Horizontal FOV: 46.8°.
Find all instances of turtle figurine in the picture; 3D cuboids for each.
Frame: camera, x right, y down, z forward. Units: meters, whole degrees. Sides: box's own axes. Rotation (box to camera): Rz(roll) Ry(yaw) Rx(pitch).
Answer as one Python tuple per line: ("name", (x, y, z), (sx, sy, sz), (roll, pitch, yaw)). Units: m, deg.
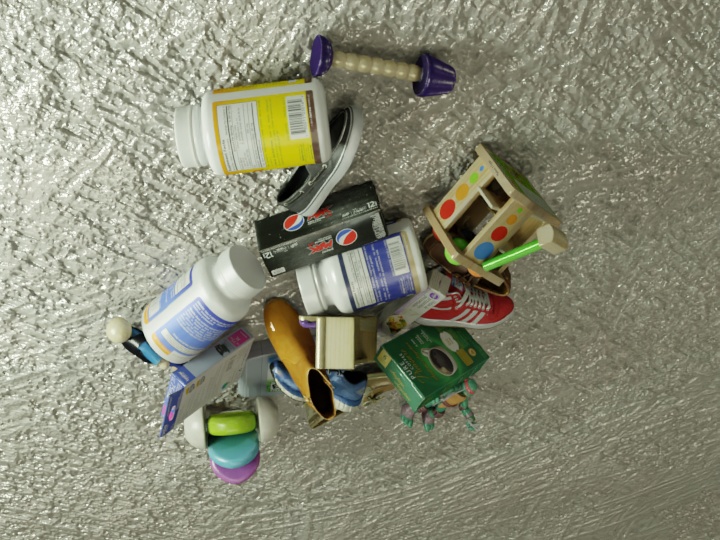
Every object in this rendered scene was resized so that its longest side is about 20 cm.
("turtle figurine", (0.180, 0.269, 1.694), (0.149, 0.102, 0.199), (34, 136, -24))

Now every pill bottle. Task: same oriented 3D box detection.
("pill bottle", (-0.139, -0.185, 1.087), (0.195, 0.111, 0.111), (-7, 139, 0))
("pill bottle", (0.000, 0.000, 1.329), (0.195, 0.121, 0.121), (-16, 139, 2))
("pill bottle", (-0.244, 0.050, 1.315), (0.199, 0.114, 0.111), (-36, 135, 23))

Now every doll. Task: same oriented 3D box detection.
("doll", (-0.349, 0.126, 1.372), (0.049, 0.135, 0.200), (-58, 148, -6))

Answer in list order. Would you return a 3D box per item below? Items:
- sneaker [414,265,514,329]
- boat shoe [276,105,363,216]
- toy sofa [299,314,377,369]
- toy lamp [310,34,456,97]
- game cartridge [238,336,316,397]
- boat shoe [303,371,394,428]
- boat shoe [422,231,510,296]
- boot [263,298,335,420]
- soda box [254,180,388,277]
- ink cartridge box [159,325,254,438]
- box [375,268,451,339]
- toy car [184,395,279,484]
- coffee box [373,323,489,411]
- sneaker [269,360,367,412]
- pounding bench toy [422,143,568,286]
("sneaker", (0.190, 0.044, 1.472), (0.195, 0.072, 0.114), (-2, 140, -12))
("boat shoe", (-0.064, -0.157, 1.185), (0.065, 0.071, 0.201), (10, 140, -28))
("toy sofa", (-0.035, 0.117, 1.392), (0.095, 0.085, 0.200), (0, 178, 12))
("toy lamp", (0.033, -0.266, 1.099), (0.195, 0.059, 0.059), (4, 136, -19))
("game cartridge", (-0.129, 0.177, 1.548), (0.195, 0.041, 0.135), (-4, 134, -13))
("boat shoe", (-0.015, 0.252, 1.631), (0.196, 0.064, 0.073), (-21, 154, 11))
("boat shoe", (0.188, -0.012, 1.412), (0.198, 0.069, 0.072), (24, 126, -35))
("boot", (-0.095, 0.144, 1.382), (0.070, 0.144, 0.204), (-27, 99, -9))
("soda box", (-0.060, -0.063, 1.278), (0.196, 0.072, 0.064), (-18, 137, 3))
("ink cartridge box", (-0.269, 0.186, 1.407), (0.199, 0.042, 0.121), (-38, 159, -45))
("box", (0.084, 0.061, 1.432), (0.038, 0.042, 0.200), (29, 143, -14))
("toy car", (-0.236, 0.318, 1.550), (0.170, 0.154, 0.200), (-4, 169, -9))
("coffee box", (0.128, 0.155, 1.476), (0.198, 0.123, 0.044), (-24, 156, -44))
("sneaker", (-0.074, 0.188, 1.507), (0.196, 0.079, 0.090), (17, 111, -29))
("pounding bench toy", (0.205, -0.054, 1.255), (0.123, 0.202, 0.156), (26, 115, -37))
